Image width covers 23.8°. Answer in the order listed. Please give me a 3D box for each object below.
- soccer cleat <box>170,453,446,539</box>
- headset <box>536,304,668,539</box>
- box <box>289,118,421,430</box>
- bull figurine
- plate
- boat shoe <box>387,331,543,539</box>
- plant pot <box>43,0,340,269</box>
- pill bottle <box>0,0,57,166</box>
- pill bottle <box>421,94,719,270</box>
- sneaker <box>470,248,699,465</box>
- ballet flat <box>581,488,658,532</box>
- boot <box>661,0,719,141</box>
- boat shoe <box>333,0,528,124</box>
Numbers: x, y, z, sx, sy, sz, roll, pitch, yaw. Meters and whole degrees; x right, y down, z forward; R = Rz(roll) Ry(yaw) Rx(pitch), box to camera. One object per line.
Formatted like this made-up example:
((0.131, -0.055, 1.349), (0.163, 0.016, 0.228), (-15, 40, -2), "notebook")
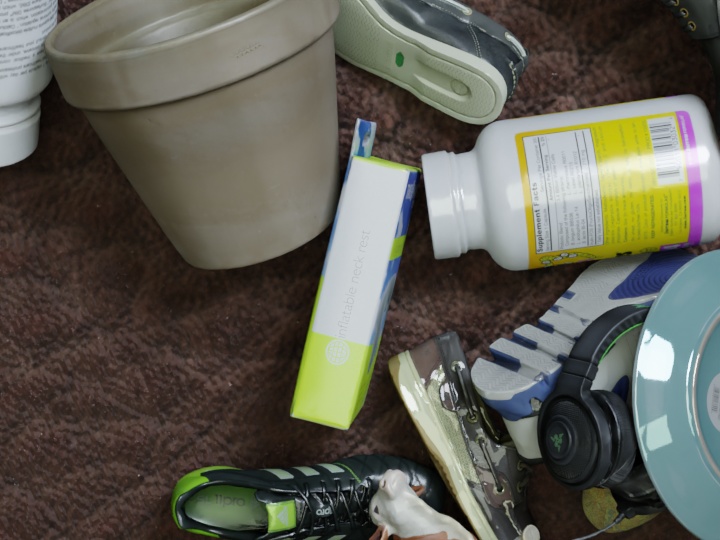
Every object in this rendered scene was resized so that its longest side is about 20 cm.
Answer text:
((-0.037, 0.169, 1.210), (0.197, 0.081, 0.068), (-2, 94, 2), "soccer cleat")
((0.177, 0.123, 1.112), (0.123, 0.094, 0.202), (25, 83, -33), "headset")
((0.000, 0.000, 1.176), (0.047, 0.122, 0.202), (14, 95, 4), "box")
((0.069, 0.227, 1.151), (0.065, 0.121, 0.202), (-15, 92, -39), "bull figurine")
((0.260, 0.085, 1.129), (0.198, 0.025, 0.203), (4, 83, -34), "plate")
((0.092, 0.137, 1.208), (0.064, 0.073, 0.201), (-32, 92, 9), "boat shoe")
((-0.091, -0.104, 1.149), (0.198, 0.200, 0.175), (-17, 112, 3), "plant pot")
((-0.260, -0.179, 1.149), (0.112, 0.114, 0.202), (9, 119, 1), "pill bottle")
((0.144, -0.057, 1.177), (0.197, 0.104, 0.106), (-7, 94, 3), "pill bottle")
((0.171, 0.073, 1.196), (0.198, 0.080, 0.116), (-32, 122, -19), "sneaker")
((0.235, 0.113, 1.205), (0.200, 0.071, 0.071), (-42, 92, 4), "ballet flat")
((0.204, -0.176, 1.118), (0.136, 0.077, 0.203), (0, 92, 6), "boot")
((0.025, -0.179, 1.202), (0.199, 0.072, 0.068), (31, 56, 6), "boat shoe")
